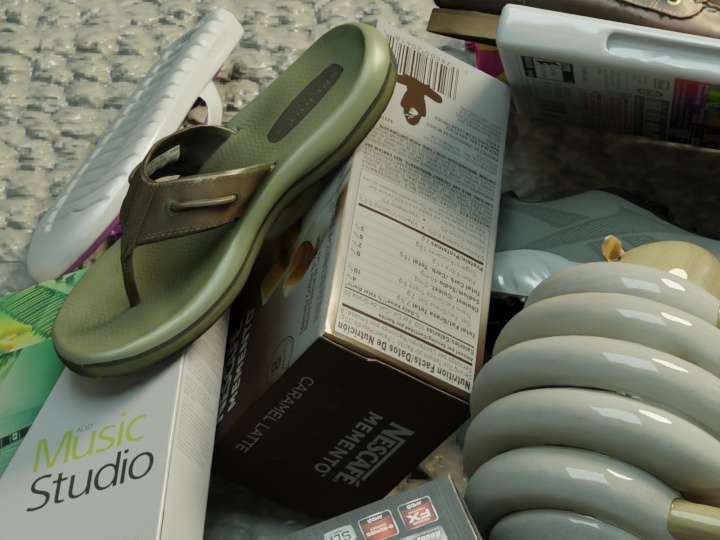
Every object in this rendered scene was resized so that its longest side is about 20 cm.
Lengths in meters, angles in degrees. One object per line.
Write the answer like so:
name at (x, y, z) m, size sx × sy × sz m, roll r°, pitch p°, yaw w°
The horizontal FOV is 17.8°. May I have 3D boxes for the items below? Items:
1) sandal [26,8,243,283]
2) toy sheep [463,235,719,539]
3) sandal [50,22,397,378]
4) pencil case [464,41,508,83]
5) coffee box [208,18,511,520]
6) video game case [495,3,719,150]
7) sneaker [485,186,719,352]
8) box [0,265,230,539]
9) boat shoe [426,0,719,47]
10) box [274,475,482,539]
sandal at (-0.099, -0.060, 1.155) m, size 0.050 × 0.082 × 0.203 m, roll 43°, pitch 48°, yaw -16°
toy sheep at (0.105, 0.071, 0.914) m, size 0.138 × 0.138 × 0.200 m, roll 12°, pitch 55°, yaw 15°
sandal at (-0.068, -0.039, 0.999) m, size 0.201 × 0.057 × 0.080 m, roll -50°, pitch 40°, yaw -8°
pencil case at (0.152, -0.136, 1.190) m, size 0.200 × 0.088 × 0.088 m, roll 2°, pitch 47°, yaw 6°
coffee box at (0.000, 0.000, 1.039) m, size 0.080 × 0.114 × 0.200 m, roll 26°, pitch 46°, yaw -17°
video game case at (0.159, -0.082, 1.069) m, size 0.182 × 0.200 × 0.023 m, roll 11°, pitch 86°, yaw 7°
sneaker at (0.133, -0.002, 1.038) m, size 0.200 × 0.074 × 0.079 m, roll 6°, pitch 62°, yaw 28°
box at (-0.132, 0.082, 1.001) m, size 0.144 × 0.036 × 0.200 m, roll -18°, pitch 41°, yaw 21°
boat shoe at (0.134, -0.130, 1.112) m, size 0.200 × 0.070 × 0.070 m, roll 12°, pitch 91°, yaw -1°
box at (-0.028, 0.184, 0.850) m, size 0.200 × 0.048 × 0.158 m, roll -19°, pitch 58°, yaw -6°
